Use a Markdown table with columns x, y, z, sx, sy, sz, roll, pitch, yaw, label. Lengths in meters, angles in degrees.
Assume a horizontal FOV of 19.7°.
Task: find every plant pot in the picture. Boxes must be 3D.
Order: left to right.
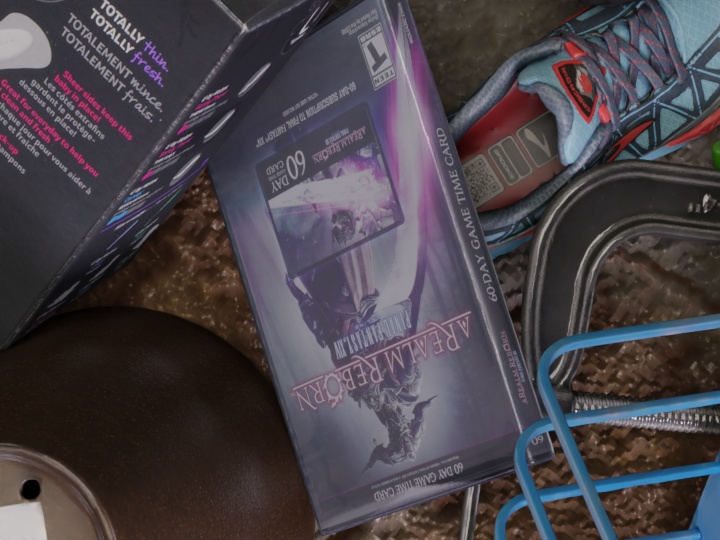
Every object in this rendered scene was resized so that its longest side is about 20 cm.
| x | y | z | sx | sy | sz | roll | pitch | yaw | label |
| --- | --- | --- | --- | --- | --- | --- | --- | --- | --- |
| -0.122 | 0.110 | 0.850 | 0.185 | 0.200 | 0.189 | 0 | 90 | 6 | plant pot |

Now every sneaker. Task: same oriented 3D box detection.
| x | y | z | sx | sy | sz | roll | pitch | yaw | label |
| --- | --- | --- | --- | --- | --- | --- | --- | --- | --- |
| 0.100 | -0.070 | 0.880 | 0.200 | 0.096 | 0.079 | -40 | 86 | 4 | sneaker |

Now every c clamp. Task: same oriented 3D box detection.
| x | y | z | sx | sy | sz | roll | pitch | yaw | label |
| --- | --- | --- | --- | --- | --- | --- | --- | --- | --- |
| 0.137 | 0.038 | 0.884 | 0.198 | 0.027 | 0.173 | 0 | 99 | -12 | c clamp |

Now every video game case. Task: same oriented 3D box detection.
| x | y | z | sx | sy | sz | roll | pitch | yaw | label |
| --- | --- | --- | --- | --- | --- | --- | --- | --- | --- |
| 0.000 | 0.000 | 0.877 | 0.142 | 0.019 | 0.202 | -26 | 79 | 48 | video game case |

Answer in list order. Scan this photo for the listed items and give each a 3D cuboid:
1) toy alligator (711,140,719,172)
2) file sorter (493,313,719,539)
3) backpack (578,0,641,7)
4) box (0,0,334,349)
| x | y | z | sx | sy | sz | roll | pitch | yaw | label |
| --- | --- | --- | --- | --- | --- | --- | --- | --- | --- |
| 0.240 | -0.089 | 0.891 | 0.198 | 0.060 | 0.054 | -18 | 45 | 1 | toy alligator |
| 0.120 | 0.129 | 0.791 | 0.122 | 0.201 | 0.139 | -7 | 48 | -15 | file sorter |
| 0.125 | -0.220 | 0.820 | 0.166 | 0.127 | 0.201 | -25 | 120 | -11 | backpack |
| -0.115 | -0.086 | 0.859 | 0.122 | 0.106 | 0.200 | 45 | 124 | 3 | box |
